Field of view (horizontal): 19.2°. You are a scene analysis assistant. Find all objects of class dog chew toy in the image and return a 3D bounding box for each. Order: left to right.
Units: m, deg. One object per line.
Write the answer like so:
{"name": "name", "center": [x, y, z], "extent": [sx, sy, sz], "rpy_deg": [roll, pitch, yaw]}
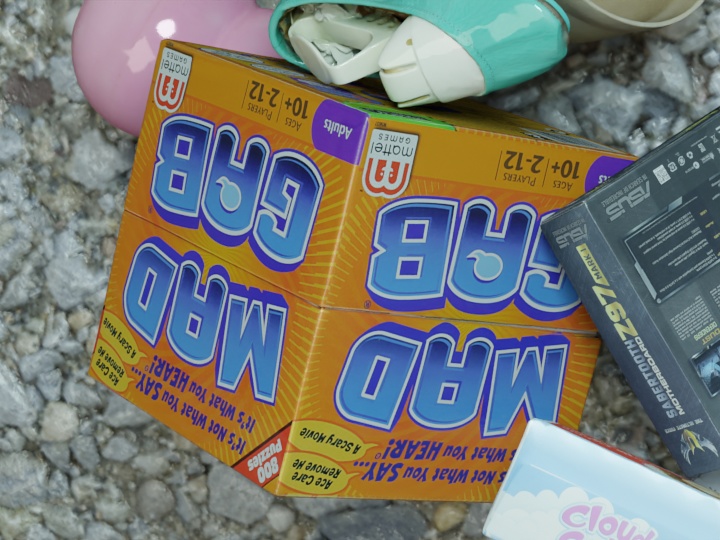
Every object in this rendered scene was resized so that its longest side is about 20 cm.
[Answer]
{"name": "dog chew toy", "center": [-0.078, -0.116, 1.318], "extent": [0.200, 0.125, 0.125], "rpy_deg": [32, 122, 7]}

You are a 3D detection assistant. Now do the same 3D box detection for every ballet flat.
{"name": "ballet flat", "center": [0.022, -0.115, 1.100], "extent": [0.200, 0.070, 0.067], "rpy_deg": [17, 149, 49]}

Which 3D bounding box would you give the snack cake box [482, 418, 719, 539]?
{"name": "snack cake box", "center": [0.170, 0.145, 1.086], "extent": [0.199, 0.115, 0.067], "rpy_deg": [24, 91, 12]}

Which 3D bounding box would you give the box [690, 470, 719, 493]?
{"name": "box", "center": [0.202, 0.196, 1.249], "extent": [0.106, 0.152, 0.200], "rpy_deg": [41, 124, 11]}

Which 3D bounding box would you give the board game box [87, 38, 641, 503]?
{"name": "board game box", "center": [0.000, 0.000, 1.182], "extent": [0.200, 0.199, 0.201], "rpy_deg": [25, 105, 50]}

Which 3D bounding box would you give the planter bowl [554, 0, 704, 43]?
{"name": "planter bowl", "center": [0.084, -0.209, 1.144], "extent": [0.134, 0.200, 0.201], "rpy_deg": [-17, 100, 44]}

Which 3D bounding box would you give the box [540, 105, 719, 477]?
{"name": "box", "center": [0.212, -0.007, 1.136], "extent": [0.158, 0.200, 0.051], "rpy_deg": [58, 151, -2]}
